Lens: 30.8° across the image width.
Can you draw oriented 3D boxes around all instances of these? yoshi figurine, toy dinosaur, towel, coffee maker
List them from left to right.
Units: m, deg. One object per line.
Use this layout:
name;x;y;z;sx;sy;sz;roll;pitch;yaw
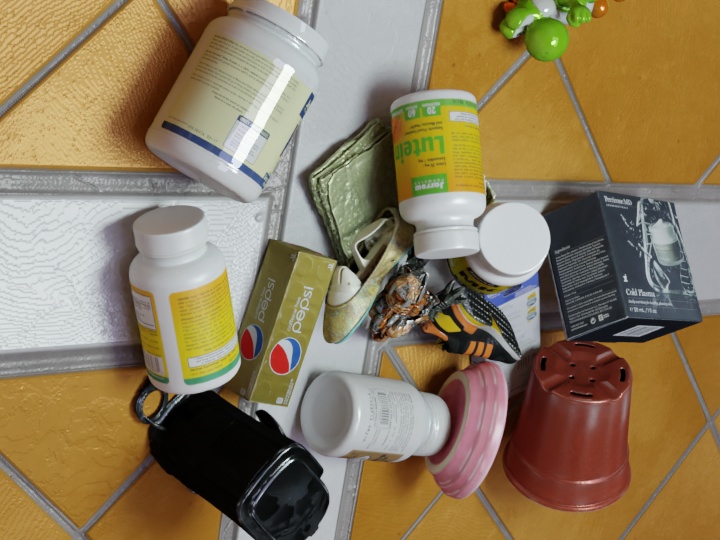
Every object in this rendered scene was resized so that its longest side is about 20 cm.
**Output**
coffee maker;-0.158;0.234;1.574;0.192;0.200;0.135;25;88;-44
towel;0.011;-0.084;1.717;0.148;0.036;0.200;-39;128;-25
toy dinosaur;0.051;0.041;1.728;0.136;0.200;0.102;-39;100;-30
yoshi figurine;0.285;-0.346;1.814;0.200;0.112;0.113;-27;129;-28

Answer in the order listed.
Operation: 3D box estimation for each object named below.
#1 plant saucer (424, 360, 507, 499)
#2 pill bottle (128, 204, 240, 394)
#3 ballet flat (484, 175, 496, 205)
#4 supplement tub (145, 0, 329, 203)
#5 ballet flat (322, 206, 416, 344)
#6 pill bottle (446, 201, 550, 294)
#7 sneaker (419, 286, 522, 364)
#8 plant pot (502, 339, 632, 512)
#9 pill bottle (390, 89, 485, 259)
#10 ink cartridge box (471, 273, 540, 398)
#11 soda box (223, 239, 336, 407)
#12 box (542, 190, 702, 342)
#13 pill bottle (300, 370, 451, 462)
plant saucer;0.143;0.222;1.861;0.051;0.201;0.201;17;95;-14
pill bottle;-0.206;0.032;1.515;0.113;0.113;0.201;-25;121;-33
ballet flat;0.126;-0.147;1.776;0.200;0.064;0.076;42;75;-42
supplement tub;-0.135;-0.193;1.469;0.145;0.145;0.200;34;83;-44
ballet flat;0.000;0.000;1.669;0.200;0.071;0.071;-54;133;-19
pill bottle;0.186;-0.031;1.766;0.114;0.200;0.115;1;84;-6
sneaker;0.155;0.090;1.857;0.090;0.070;0.200;-28;145;18
plant pot;0.322;0.224;1.973;0.200;0.201;0.196;-25;133;-33
pill bottle;0.101;-0.120;1.657;0.111;0.111;0.201;2;80;-42
ink cartridge box;0.218;0.098;1.969;0.119;0.042;0.201;-23;123;-34
soda box;-0.103;0.066;1.653;0.068;0.064;0.201;14;96;-43
box;0.394;-0.001;1.974;0.200;0.124;0.197;4;68;-43
pill bottle;0.026;0.203;1.785;0.200;0.114;0.115;13;97;-43
